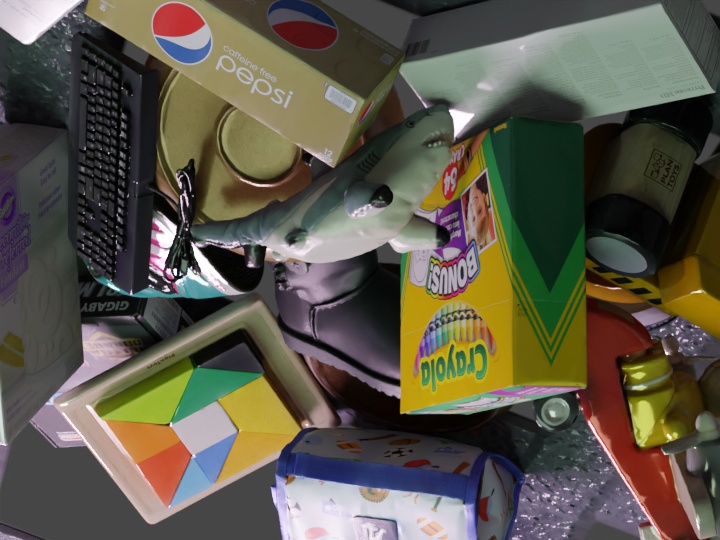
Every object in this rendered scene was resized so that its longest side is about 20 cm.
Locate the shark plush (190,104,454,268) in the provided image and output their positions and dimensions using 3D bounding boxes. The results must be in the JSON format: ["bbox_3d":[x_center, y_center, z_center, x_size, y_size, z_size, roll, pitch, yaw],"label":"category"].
[{"bbox_3d":[-0.020,-0.046,1.576,0.200,0.084,0.091,-23,150,37],"label":"shark plush"}]

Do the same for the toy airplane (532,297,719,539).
[{"bbox_3d":[0.218,0.118,1.586,0.141,0.200,0.199,-33,146,7],"label":"toy airplane"}]

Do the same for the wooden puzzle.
[{"bbox_3d":[-0.126,0.119,1.882,0.184,0.037,0.200,-28,138,3],"label":"wooden puzzle"}]

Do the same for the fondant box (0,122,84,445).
[{"bbox_3d":[-0.266,0.009,1.745,0.058,0.144,0.201,6,115,17],"label":"fondant box"}]

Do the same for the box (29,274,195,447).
[{"bbox_3d":[-0.215,0.076,1.928,0.199,0.050,0.199,-4,144,26],"label":"box"}]

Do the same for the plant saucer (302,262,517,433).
[{"bbox_3d":[0.037,0.070,1.843,0.199,0.035,0.201,13,144,10],"label":"plant saucer"}]

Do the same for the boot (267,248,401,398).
[{"bbox_3d":[0.000,0.000,1.691,0.199,0.076,0.169,17,140,35],"label":"boot"}]

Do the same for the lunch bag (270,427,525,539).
[{"bbox_3d":[0.031,0.187,1.873,0.169,0.124,0.200,6,166,13],"label":"lunch bag"}]

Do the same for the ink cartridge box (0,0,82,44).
[{"bbox_3d":[-0.161,-0.249,1.424,0.085,0.145,0.200,35,141,-21],"label":"ink cartridge box"}]

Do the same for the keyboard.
[{"bbox_3d":[-0.161,-0.063,1.644,0.127,0.021,0.201,29,136,24],"label":"keyboard"}]

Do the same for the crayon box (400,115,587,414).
[{"bbox_3d":[0.085,0.003,1.565,0.058,0.173,0.200,4,170,-19],"label":"crayon box"}]

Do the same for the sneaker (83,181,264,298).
[{"bbox_3d":[-0.172,-0.051,1.744,0.120,0.084,0.200,-15,123,38],"label":"sneaker"}]

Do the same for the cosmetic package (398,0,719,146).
[{"bbox_3d":[0.129,-0.141,1.514,0.199,0.051,0.083,-9,133,34],"label":"cosmetic package"}]

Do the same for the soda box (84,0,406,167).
[{"bbox_3d":[-0.076,-0.156,1.527,0.200,0.068,0.064,33,132,6],"label":"soda box"}]

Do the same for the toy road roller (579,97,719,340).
[{"bbox_3d":[0.217,-0.023,1.576,0.199,0.123,0.146,29,157,-13],"label":"toy road roller"}]

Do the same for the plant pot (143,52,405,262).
[{"bbox_3d":[-0.066,-0.092,1.614,0.199,0.028,0.201,7,117,14],"label":"plant pot"}]

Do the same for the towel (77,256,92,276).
[{"bbox_3d":[-0.282,-0.026,1.873,0.199,0.031,0.149,1,143,19],"label":"towel"}]

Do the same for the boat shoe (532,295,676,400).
[{"bbox_3d":[0.171,0.043,1.716,0.200,0.071,0.091,-8,132,42],"label":"boat shoe"}]
